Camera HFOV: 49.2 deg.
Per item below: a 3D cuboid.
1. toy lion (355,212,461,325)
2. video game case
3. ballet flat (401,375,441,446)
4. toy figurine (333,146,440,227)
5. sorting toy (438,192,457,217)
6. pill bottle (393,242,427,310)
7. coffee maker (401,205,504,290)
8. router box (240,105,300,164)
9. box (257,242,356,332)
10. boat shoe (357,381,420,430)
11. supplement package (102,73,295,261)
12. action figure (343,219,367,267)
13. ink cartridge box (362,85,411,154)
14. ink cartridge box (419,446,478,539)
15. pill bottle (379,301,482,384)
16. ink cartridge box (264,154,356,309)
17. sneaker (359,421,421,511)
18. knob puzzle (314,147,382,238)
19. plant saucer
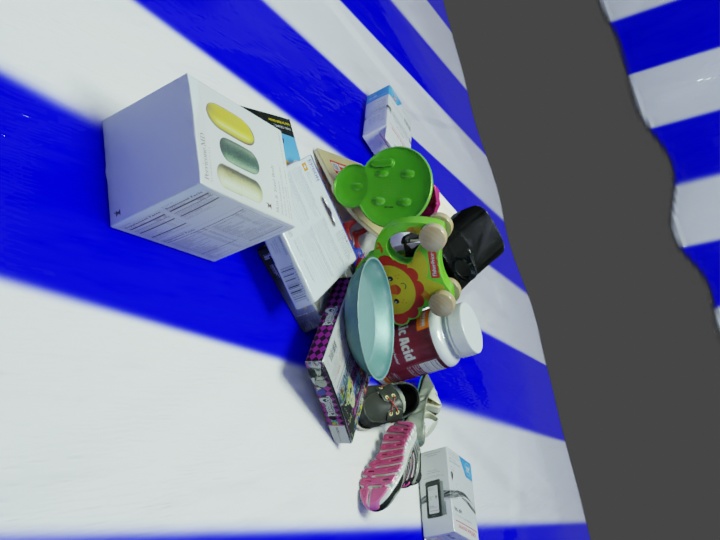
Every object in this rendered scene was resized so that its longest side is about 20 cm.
[{"bbox_3d":[0.074,0.003,1.381,0.069,0.189,0.203,-55,140,-57],"label":"toy lion"},{"bbox_3d":[-0.027,0.143,1.277,0.201,0.035,0.183,-72,152,-49],"label":"video game case"},{"bbox_3d":[0.124,0.273,1.518,0.200,0.063,0.068,-54,155,-59],"label":"ballet flat"},{"bbox_3d":[0.073,-0.138,1.509,0.184,0.197,0.153,21,73,-64],"label":"toy figurine"},{"bbox_3d":[0.109,-0.130,1.693,0.200,0.107,0.180,46,-12,-14],"label":"sorting toy"},{"bbox_3d":[0.107,0.056,1.598,0.111,0.110,0.203,17,57,-60],"label":"pill bottle"},{"bbox_3d":[0.189,-0.026,1.497,0.200,0.190,0.136,-38,122,-42],"label":"coffee maker"},{"bbox_3d":[-0.163,-0.183,1.281,0.199,0.051,0.151,-6,79,-65],"label":"router box"},{"bbox_3d":[-0.084,-0.016,1.328,0.160,0.048,0.200,61,26,-18],"label":"box"},{"bbox_3d":[0.044,0.235,1.395,0.201,0.062,0.075,3,72,-62],"label":"boat shoe"},{"bbox_3d":[-0.208,-0.125,1.029,0.199,0.149,0.154,22,53,-58],"label":"supplement package"},{"bbox_3d":[0.000,0.000,1.498,0.065,0.051,0.203,42,38,-54],"label":"action figure"},{"bbox_3d":[0.063,-0.316,1.816,0.116,0.067,0.202,50,31,-36],"label":"ink cartridge box"},{"bbox_3d":[0.167,0.451,1.480,0.116,0.067,0.202,41,38,-46],"label":"ink cartridge box"},{"bbox_3d":[0.117,0.134,1.453,0.114,0.198,0.115,45,34,-42],"label":"pill bottle"},{"bbox_3d":[-0.091,-0.067,1.243,0.202,0.040,0.200,66,26,-10],"label":"ink cartridge box"},{"bbox_3d":[0.061,0.347,1.332,0.088,0.073,0.200,67,28,-19],"label":"sneaker"},{"bbox_3d":[-0.007,-0.141,1.575,0.219,0.030,0.221,42,26,-26],"label":"knob puzzle"},{"bbox_3d":[0.012,0.080,1.295,0.200,0.035,0.203,-5,90,-72],"label":"plant saucer"}]
